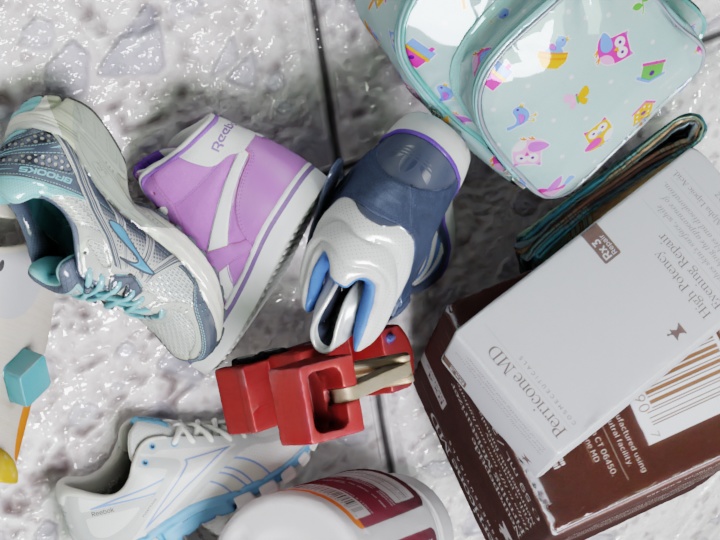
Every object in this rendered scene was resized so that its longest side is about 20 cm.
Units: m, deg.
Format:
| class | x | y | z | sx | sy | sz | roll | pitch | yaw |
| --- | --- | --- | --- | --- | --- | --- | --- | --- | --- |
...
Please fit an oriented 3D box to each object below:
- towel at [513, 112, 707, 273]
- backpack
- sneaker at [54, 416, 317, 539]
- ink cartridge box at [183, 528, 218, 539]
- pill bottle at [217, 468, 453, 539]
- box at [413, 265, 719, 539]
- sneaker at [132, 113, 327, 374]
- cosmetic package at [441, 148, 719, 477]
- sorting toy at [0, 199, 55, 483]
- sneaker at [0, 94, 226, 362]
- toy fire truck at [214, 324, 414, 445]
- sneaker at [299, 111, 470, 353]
| class | x | y | z | sx | sy | sz | roll | pitch | yaw |
| --- | --- | --- | --- | --- | --- | --- | --- | --- | --- |
| towel | 0.166 | -0.044 | 1.382 | 0.146 | 0.022 | 0.200 | -36 | 172 | 0 |
| backpack | 0.103 | -0.157 | 1.273 | 0.176 | 0.154 | 0.200 | -42 | 124 | 12 |
| sneaker | -0.118 | 0.128 | 1.406 | 0.199 | 0.075 | 0.087 | -31 | 114 | -13 |
| ink cartridge box | -0.149 | 0.299 | 1.452 | 0.200 | 0.147 | 0.086 | -47 | 128 | 8 |
| pill bottle | -0.012 | 0.199 | 1.426 | 0.114 | 0.114 | 0.200 | -54 | 163 | 14 |
| box | 0.149 | 0.090 | 1.397 | 0.163 | 0.167 | 0.200 | -23 | 167 | -12 |
| sneaker | -0.100 | -0.024 | 1.321 | 0.114 | 0.073 | 0.201 | 31 | 133 | 2 |
| cosmetic package | 0.158 | 0.026 | 1.275 | 0.200 | 0.102 | 0.074 | -38 | 170 | -15 |
| sorting toy | -0.259 | 0.025 | 1.261 | 0.199 | 0.107 | 0.181 | 17 | 93 | -35 |
| sneaker | -0.162 | -0.006 | 1.256 | 0.200 | 0.077 | 0.087 | 52 | 46 | -26 |
| toy fire truck | -0.015 | 0.071 | 1.335 | 0.199 | 0.141 | 0.049 | -15 | 95 | -48 |
| sneaker | 0.000 | 0.000 | 1.301 | 0.147 | 0.080 | 0.200 | -55 | 172 | -26 |
